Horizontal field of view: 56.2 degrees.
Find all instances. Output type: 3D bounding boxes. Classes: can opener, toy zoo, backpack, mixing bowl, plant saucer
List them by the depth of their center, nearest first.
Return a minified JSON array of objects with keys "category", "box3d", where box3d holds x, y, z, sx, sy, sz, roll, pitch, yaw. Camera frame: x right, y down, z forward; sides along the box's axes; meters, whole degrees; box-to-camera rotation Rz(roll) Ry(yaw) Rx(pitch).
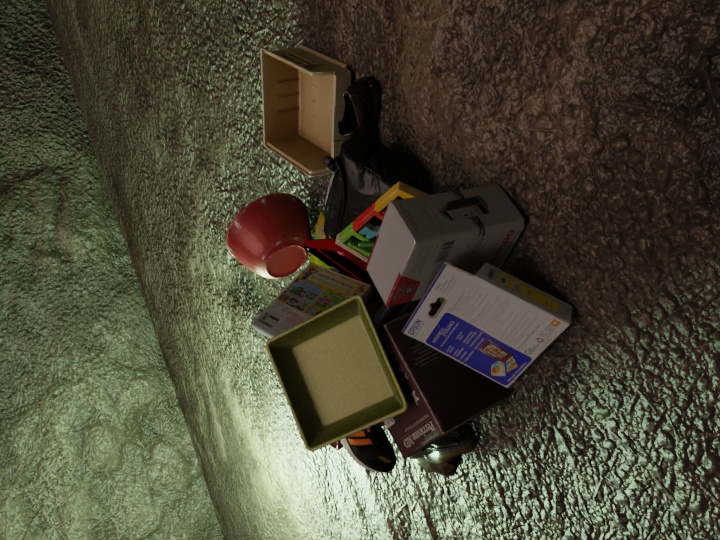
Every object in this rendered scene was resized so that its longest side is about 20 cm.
[{"category":"toy zoo","box3d":[0.067,-0.069,1.099,0.199,0.130,0.021,-38,32,41]},{"category":"plant saucer","box3d":[-0.037,0.171,1.127,0.198,0.048,0.203,-27,81,19]},{"category":"can opener","box3d":[0.093,0.035,1.174,0.201,0.052,0.067,-51,24,30]},{"category":"backpack","box3d":[0.014,-0.124,1.193,0.166,0.126,0.201,38,142,13]},{"category":"mixing bowl","box3d":[-0.182,-0.056,1.471,0.109,0.197,0.202,55,146,33]}]

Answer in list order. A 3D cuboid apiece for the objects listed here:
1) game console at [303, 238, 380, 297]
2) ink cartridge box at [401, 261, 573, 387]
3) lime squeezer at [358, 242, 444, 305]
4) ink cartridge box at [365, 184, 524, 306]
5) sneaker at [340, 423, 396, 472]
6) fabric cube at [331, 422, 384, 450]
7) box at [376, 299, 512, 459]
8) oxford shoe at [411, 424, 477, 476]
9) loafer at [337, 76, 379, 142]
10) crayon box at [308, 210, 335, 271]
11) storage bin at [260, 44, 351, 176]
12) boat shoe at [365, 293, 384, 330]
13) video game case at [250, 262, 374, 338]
[{"category":"game console","box3d":[0.000,0.000,1.268,0.199,0.031,0.176,36,169,-25]},{"category":"ink cartridge box","box3d":[0.186,0.076,1.026,0.198,0.047,0.199,29,141,2]},{"category":"lime squeezer","box3d":[0.092,-0.007,1.109,0.199,0.038,0.071,40,121,1]},{"category":"ink cartridge box","box3d":[0.124,-0.039,1.006,0.084,0.197,0.148,60,147,31]},{"category":"sneaker","box3d":[0.005,0.268,1.181,0.201,0.070,0.090,51,134,-1]},{"category":"fabric cube","box3d":[-0.026,0.202,1.373,0.195,0.197,0.203,27,128,47]},{"category":"box","box3d":[0.118,0.183,1.168,0.202,0.162,0.166,61,147,16]},{"category":"oxford shoe","box3d":[0.170,0.344,1.279,0.085,0.072,0.200,51,149,1]},{"category":"loafer","box3d":[-0.013,-0.250,1.234,0.073,0.071,0.203,35,133,44]},{"category":"crayon box","box3d":[-0.064,-0.012,1.432,0.202,0.050,0.128,106,150,-44]},{"category":"storage bin","box3d":[-0.107,-0.317,1.326,0.198,0.093,0.203,38,135,42]},{"category":"boat shoe","box3d":[0.003,0.069,1.311,0.199,0.072,0.065,24,155,47]},{"category":"video game case","box3d":[-0.095,0.073,1.293,0.199,0.182,0.023,19,149,48]}]
